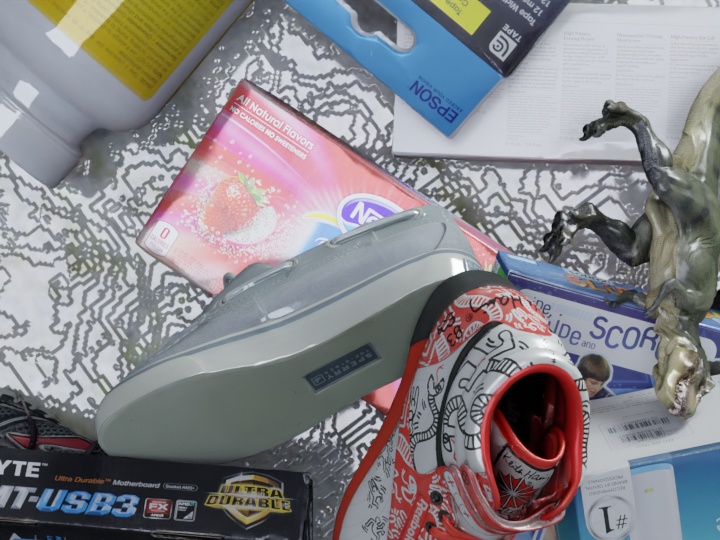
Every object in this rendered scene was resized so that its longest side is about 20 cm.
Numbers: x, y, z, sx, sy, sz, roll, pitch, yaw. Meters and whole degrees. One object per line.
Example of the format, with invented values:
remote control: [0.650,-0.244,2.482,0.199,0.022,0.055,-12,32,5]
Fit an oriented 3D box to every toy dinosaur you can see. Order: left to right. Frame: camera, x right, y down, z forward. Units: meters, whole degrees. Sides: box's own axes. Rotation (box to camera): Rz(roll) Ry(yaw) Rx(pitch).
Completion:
toy dinosaur: [0.138,-0.031,1.242,0.088,0.047,0.201,18,73,-16]

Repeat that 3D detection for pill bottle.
pill bottle: [-0.122,-0.143,1.366,0.112,0.112,0.200,41,91,4]

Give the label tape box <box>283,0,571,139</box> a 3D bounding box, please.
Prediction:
label tape box: [0.055,-0.188,1.316,0.143,0.066,0.200,39,100,-7]

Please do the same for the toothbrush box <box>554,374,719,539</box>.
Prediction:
toothbrush box: [0.172,0.157,1.255,0.145,0.085,0.201,-10,110,-4]

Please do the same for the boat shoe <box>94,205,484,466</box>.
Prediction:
boat shoe: [-0.035,0.030,1.273,0.200,0.070,0.072,-24,46,7]

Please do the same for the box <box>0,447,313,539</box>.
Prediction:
box: [-0.122,0.167,1.328,0.197,0.201,0.050,3,50,3]

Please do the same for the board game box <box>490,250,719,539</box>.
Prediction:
board game box: [0.140,0.082,1.290,0.199,0.034,0.136,16,104,-12]

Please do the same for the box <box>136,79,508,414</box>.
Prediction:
box: [0.000,0.000,1.356,0.200,0.095,0.103,35,92,4]

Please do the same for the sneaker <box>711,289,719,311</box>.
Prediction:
sneaker: [0.189,0.047,1.354,0.199,0.091,0.076,-15,121,-4]

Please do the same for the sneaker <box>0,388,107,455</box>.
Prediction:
sneaker: [-0.162,0.109,1.384,0.199,0.075,0.081,13,90,5]

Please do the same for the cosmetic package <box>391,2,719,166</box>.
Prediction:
cosmetic package: [0.117,-0.096,1.381,0.199,0.051,0.083,3,91,3]

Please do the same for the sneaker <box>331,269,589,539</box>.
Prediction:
sneaker: [0.043,0.109,1.206,0.067,0.108,0.202,11,107,-22]
